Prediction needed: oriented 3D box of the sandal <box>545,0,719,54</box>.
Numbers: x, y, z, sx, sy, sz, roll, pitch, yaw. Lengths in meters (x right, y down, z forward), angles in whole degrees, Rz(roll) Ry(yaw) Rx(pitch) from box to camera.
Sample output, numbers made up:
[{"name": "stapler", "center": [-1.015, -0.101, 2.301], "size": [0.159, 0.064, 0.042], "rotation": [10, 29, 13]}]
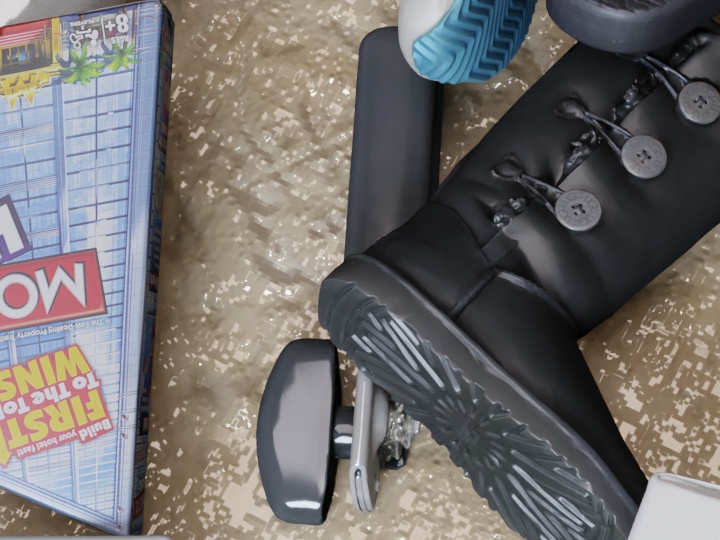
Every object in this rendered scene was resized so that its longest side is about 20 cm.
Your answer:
[{"name": "sandal", "center": [0.154, -0.132, 1.022], "size": [0.200, 0.043, 0.076], "rotation": [-25, 48, -25]}]

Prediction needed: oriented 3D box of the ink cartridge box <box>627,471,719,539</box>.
[{"name": "ink cartridge box", "center": [0.114, 0.167, 0.856], "size": [0.084, 0.200, 0.145], "rotation": [18, 73, 13]}]

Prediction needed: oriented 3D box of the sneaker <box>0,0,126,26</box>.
[{"name": "sneaker", "center": [-0.153, -0.079, 1.055], "size": [0.200, 0.076, 0.081], "rotation": [-35, 79, 1]}]

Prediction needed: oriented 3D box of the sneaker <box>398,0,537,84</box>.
[{"name": "sneaker", "center": [0.033, -0.151, 1.036], "size": [0.081, 0.077, 0.200], "rotation": [2, 48, 11]}]

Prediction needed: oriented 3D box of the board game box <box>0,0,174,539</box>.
[{"name": "board game box", "center": [-0.154, 0.014, 0.988], "size": [0.200, 0.062, 0.200], "rotation": [-11, 87, 1]}]

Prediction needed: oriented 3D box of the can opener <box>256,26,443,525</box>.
[{"name": "can opener", "center": [0.000, 0.000, 1.009], "size": [0.066, 0.053, 0.200], "rotation": [5, 71, 8]}]

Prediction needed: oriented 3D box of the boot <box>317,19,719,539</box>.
[{"name": "boot", "center": [0.106, 0.002, 0.980], "size": [0.165, 0.066, 0.200], "rotation": [46, 60, 3]}]

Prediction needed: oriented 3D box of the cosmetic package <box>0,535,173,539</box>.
[{"name": "cosmetic package", "center": [-0.164, 0.154, 0.967], "size": [0.200, 0.074, 0.102], "rotation": [1, 71, 6]}]
